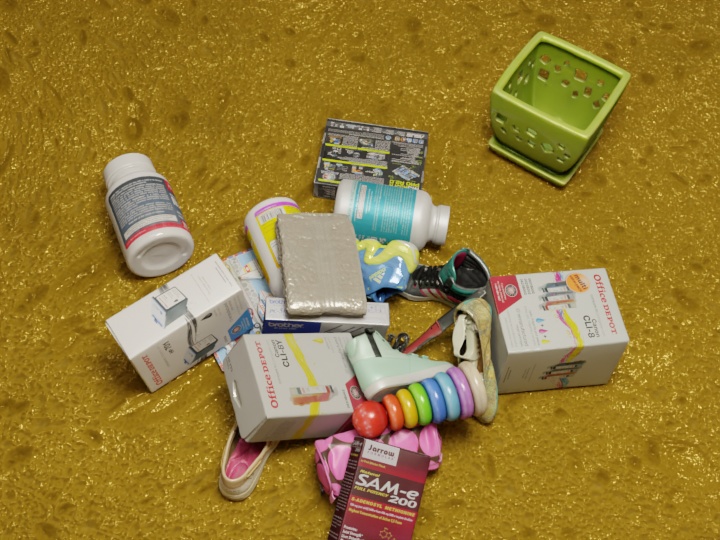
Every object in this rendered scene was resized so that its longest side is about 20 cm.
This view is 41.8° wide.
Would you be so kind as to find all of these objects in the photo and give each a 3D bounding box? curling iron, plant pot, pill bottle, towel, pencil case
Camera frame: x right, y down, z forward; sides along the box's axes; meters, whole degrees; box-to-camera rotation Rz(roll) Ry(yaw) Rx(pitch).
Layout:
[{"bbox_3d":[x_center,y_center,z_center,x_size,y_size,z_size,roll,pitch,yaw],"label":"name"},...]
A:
[{"bbox_3d":[0.119,0.086,1.533,0.200,0.026,0.050,-34,78,15],"label":"curling iron"},{"bbox_3d":[0.358,-0.290,1.757,0.198,0.182,0.200,30,61,16],"label":"plant pot"},{"bbox_3d":[0.054,-0.093,1.654,0.199,0.111,0.111,9,57,3],"label":"pill bottle"},{"bbox_3d":[-0.373,-0.101,1.627,0.119,0.120,0.201,-19,61,-15],"label":"pill bottle"},{"bbox_3d":[-0.120,-0.020,1.600,0.104,0.104,0.201,-18,60,-14],"label":"pill bottle"},{"bbox_3d":[-0.066,-0.011,1.521,0.132,0.035,0.201,0,54,-13],"label":"towel"},{"bbox_3d":[0.030,0.282,1.427,0.199,0.091,0.094,-14,53,-14],"label":"pencil case"}]

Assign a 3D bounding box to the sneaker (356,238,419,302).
[{"bbox_3d":[0.000,0.000,1.593,0.199,0.076,0.106,0,69,32],"label":"sneaker"}]

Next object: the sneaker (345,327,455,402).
[{"bbox_3d":[0.065,0.136,1.487,0.200,0.074,0.119,0,53,-45],"label":"sneaker"}]

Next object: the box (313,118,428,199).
[{"bbox_3d":[0.021,-0.199,1.759,0.199,0.044,0.161,8,58,2],"label":"box"}]

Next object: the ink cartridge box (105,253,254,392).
[{"bbox_3d":[-0.280,0.084,1.484,0.200,0.147,0.086,-34,66,-14],"label":"ink cartridge box"}]

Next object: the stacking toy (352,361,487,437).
[{"bbox_3d":[0.084,0.203,1.402,0.199,0.086,0.086,-17,60,-12],"label":"stacking toy"}]

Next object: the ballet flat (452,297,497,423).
[{"bbox_3d":[0.174,0.144,1.487,0.070,0.071,0.201,-3,94,-5],"label":"ballet flat"}]

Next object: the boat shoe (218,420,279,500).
[{"bbox_3d":[-0.161,0.250,1.445,0.073,0.069,0.201,14,58,6],"label":"boat shoe"}]

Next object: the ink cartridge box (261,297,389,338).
[{"bbox_3d":[-0.058,0.089,1.531,0.199,0.094,0.044,4,57,-8],"label":"ink cartridge box"}]

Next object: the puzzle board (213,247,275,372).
[{"bbox_3d":[-0.205,0.060,1.596,0.150,0.017,0.200,-23,62,-17],"label":"puzzle board"}]

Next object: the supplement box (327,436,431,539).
[{"bbox_3d":[0.022,0.349,1.345,0.108,0.061,0.201,17,78,-12],"label":"supplement box"}]

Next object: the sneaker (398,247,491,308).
[{"bbox_3d":[0.137,0.008,1.588,0.199,0.121,0.084,16,57,7],"label":"sneaker"}]

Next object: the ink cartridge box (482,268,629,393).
[{"bbox_3d":[0.307,0.098,1.527,0.199,0.145,0.146,-5,56,-7],"label":"ink cartridge box"}]

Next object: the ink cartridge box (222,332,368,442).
[{"bbox_3d":[-0.093,0.176,1.442,0.199,0.083,0.146,2,54,-35],"label":"ink cartridge box"}]
